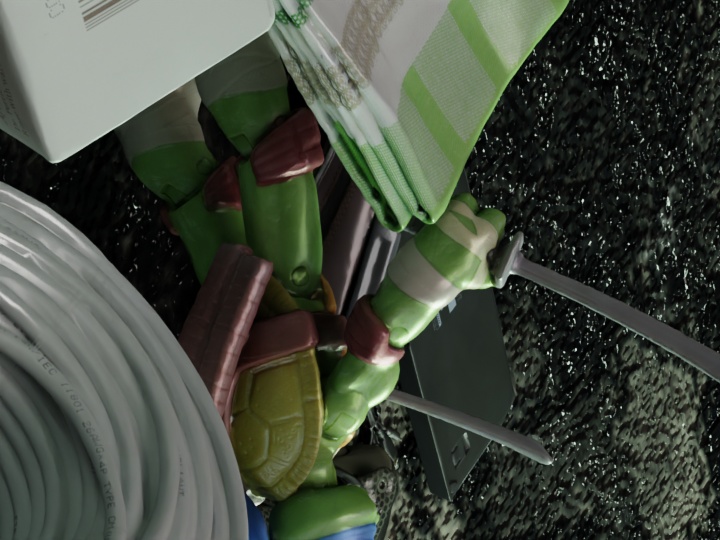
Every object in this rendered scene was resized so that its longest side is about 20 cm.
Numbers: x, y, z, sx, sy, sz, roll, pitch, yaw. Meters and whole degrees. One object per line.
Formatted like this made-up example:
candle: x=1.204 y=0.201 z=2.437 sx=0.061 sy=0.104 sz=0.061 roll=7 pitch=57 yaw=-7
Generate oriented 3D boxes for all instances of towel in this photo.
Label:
towel: x=0.008 y=-0.132 z=0.852 sx=0.149 sy=0.031 sz=0.200 roll=-57 pitch=132 yaw=-32

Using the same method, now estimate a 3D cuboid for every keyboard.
keyboard: x=0.018 y=0.016 z=1.153 sx=0.127 sy=0.021 sz=0.201 roll=-52 pitch=138 yaw=-42

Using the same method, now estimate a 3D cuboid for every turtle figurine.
turtle figurine: x=0.000 y=0.000 z=0.957 sx=0.144 sy=0.199 sz=0.195 roll=89 pitch=-22 yaw=-84

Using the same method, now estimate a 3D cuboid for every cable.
cable: x=-0.128 y=0.056 z=0.784 sx=0.200 sy=0.069 sz=0.200 roll=41 pitch=34 yaw=-13

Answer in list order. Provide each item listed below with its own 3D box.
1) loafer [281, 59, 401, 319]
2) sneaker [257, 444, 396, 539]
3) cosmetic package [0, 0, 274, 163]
loafer: x=-0.010 y=-0.062 z=1.046 sx=0.063 sy=0.072 sz=0.201 roll=12 pitch=89 yaw=-17
sneaker: x=-0.050 y=0.095 z=1.031 sx=0.199 sy=0.076 sz=0.115 roll=50 pitch=57 yaw=-53
cosmetic package: x=-0.121 y=-0.124 z=0.732 sx=0.081 sy=0.200 sz=0.113 roll=-33 pitch=134 yaw=-24
